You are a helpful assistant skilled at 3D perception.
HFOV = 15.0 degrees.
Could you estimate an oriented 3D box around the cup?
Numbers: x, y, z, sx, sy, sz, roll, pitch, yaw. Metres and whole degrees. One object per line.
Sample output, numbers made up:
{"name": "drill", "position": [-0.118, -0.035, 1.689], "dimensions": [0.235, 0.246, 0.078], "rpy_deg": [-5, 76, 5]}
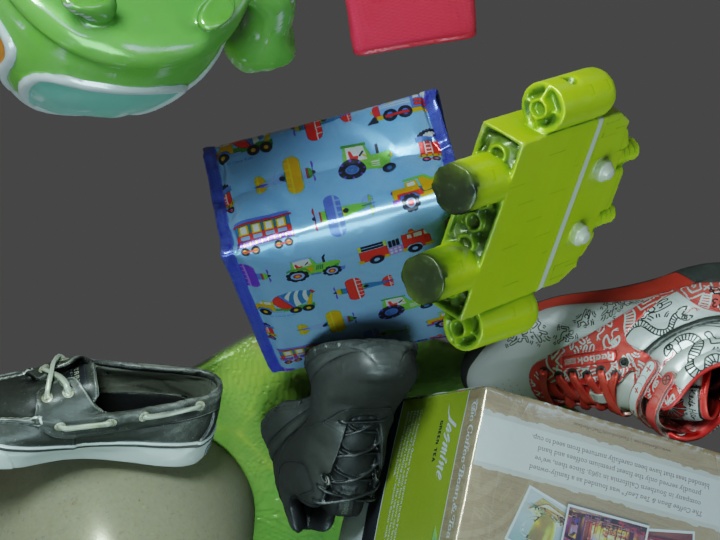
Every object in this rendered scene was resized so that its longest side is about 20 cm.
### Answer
{"name": "cup", "position": [-0.165, 0.217, 1.835], "dimensions": [0.200, 0.143, 0.201], "rpy_deg": [-4, 131, -5]}

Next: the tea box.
{"name": "tea box", "position": [0.114, 0.168, 1.776], "dimensions": [0.200, 0.134, 0.197], "rpy_deg": [17, 168, -21]}

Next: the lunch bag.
{"name": "lunch bag", "position": [0.000, 0.000, 1.714], "dimensions": [0.150, 0.094, 0.200], "rpy_deg": [-14, 140, 2]}

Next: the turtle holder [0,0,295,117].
{"name": "turtle holder", "position": [-0.132, -0.156, 1.539], "dimensions": [0.185, 0.141, 0.132], "rpy_deg": [-26, 162, -38]}

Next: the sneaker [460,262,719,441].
{"name": "sneaker", "position": [0.164, 0.067, 1.769], "dimensions": [0.201, 0.108, 0.067], "rpy_deg": [-17, 130, 8]}

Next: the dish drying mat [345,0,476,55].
{"name": "dish drying mat", "position": [0.021, -0.211, 1.570], "dimensions": [0.077, 0.018, 0.200], "rpy_deg": [-9, 132, 0]}

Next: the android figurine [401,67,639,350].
{"name": "android figurine", "position": [0.103, -0.039, 1.646], "dimensions": [0.200, 0.041, 0.182], "rpy_deg": [-16, 132, -52]}

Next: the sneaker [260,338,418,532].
{"name": "sneaker", "position": [-0.007, 0.106, 1.757], "dimensions": [0.076, 0.091, 0.200], "rpy_deg": [0, 154, -16]}

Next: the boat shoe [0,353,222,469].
{"name": "boat shoe", "position": [-0.188, 0.083, 1.770], "dimensions": [0.200, 0.071, 0.064], "rpy_deg": [1, 132, -19]}
